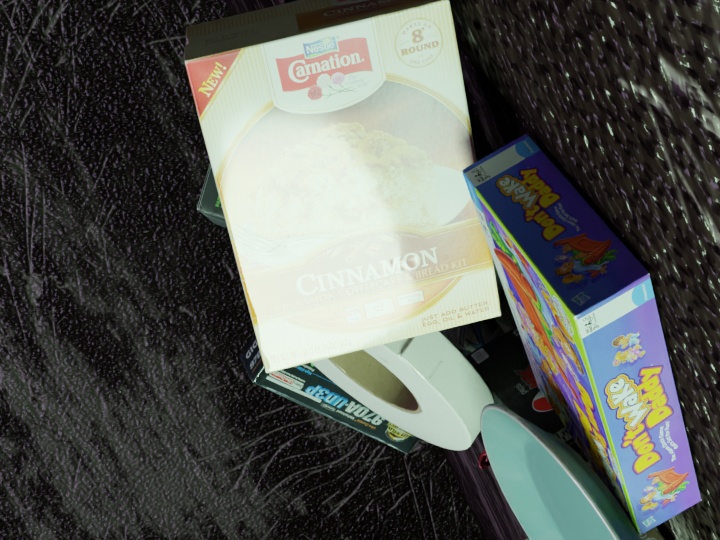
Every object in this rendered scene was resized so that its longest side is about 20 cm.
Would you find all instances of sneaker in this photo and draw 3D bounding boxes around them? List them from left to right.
[{"bbox_3d":[0.087,0.041,1.106,0.202,0.084,0.077,64,176,-34],"label":"sneaker"}]

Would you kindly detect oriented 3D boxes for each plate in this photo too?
[{"bbox_3d":[0.141,0.166,0.822,0.201,0.025,0.201,56,169,17],"label":"plate"}]

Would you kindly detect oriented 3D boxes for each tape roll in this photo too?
[{"bbox_3d":[0.013,0.065,1.011,0.201,0.037,0.203,34,162,12],"label":"tape roll"}]

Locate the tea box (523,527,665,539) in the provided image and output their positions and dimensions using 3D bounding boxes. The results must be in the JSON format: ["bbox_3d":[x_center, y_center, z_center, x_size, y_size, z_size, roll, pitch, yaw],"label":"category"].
[{"bbox_3d":[0.169,0.302,0.933,0.201,0.195,0.135,57,175,48],"label":"tea box"}]

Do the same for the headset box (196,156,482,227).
[{"bbox_3d":[-0.021,-0.056,0.937,0.174,0.197,0.094,158,129,-88],"label":"headset box"}]

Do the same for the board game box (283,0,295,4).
[{"bbox_3d":[-0.031,-0.189,1.058,0.200,0.034,0.138,70,-162,-72],"label":"board game box"}]

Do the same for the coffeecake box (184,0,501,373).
[{"bbox_3d":[-0.008,-0.058,0.778,0.073,0.151,0.203,-105,2,-64],"label":"coffeecake box"}]

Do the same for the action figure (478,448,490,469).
[{"bbox_3d":[0.146,0.173,1.139,0.065,0.099,0.201,34,158,34],"label":"action figure"}]

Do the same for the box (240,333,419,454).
[{"bbox_3d":[0.012,0.068,1.215,0.198,0.160,0.046,27,-164,-31],"label":"box"}]

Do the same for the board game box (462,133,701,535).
[{"bbox_3d":[0.129,0.039,0.746,0.135,0.044,0.201,59,175,47],"label":"board game box"}]

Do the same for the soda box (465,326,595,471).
[{"bbox_3d":[0.143,0.109,0.961,0.071,0.063,0.200,63,178,-20],"label":"soda box"}]
